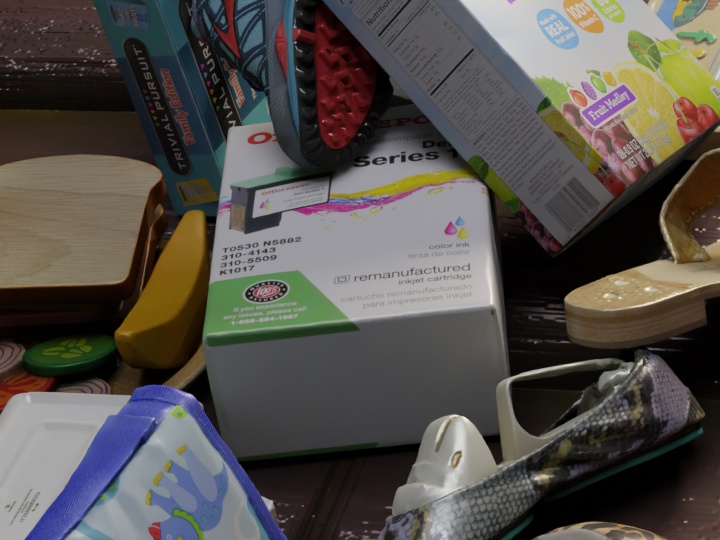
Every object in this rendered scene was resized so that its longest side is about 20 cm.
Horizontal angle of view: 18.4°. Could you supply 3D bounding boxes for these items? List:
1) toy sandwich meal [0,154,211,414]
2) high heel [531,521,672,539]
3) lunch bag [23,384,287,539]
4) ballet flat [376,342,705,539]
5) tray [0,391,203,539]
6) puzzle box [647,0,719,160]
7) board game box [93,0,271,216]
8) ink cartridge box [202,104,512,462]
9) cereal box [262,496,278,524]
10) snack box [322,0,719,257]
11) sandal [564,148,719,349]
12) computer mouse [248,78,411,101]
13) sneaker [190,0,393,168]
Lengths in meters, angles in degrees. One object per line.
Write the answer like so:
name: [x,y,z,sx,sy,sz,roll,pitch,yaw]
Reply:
toy sandwich meal: [-0.161,0.015,1.186,0.205,0.070,0.205,-7,35,5]
high heel: [0.168,0.148,0.940,0.142,0.072,0.200,-2,13,-30]
lunch bag: [-0.092,0.169,0.834,0.127,0.200,0.170,7,39,24]
ballet flat: [0.067,0.088,1.018,0.200,0.072,0.072,-27,38,-25]
tray: [-0.152,0.114,1.016,0.107,0.022,0.200,1,35,19]
puzzle box: [0.229,-0.138,1.311,0.133,0.025,0.200,8,48,27]
board game box: [-0.067,-0.149,1.321,0.047,0.151,0.200,2,35,33]
ink cartridge box: [0.000,0.000,1.151,0.144,0.084,0.200,-6,34,5]
cereal box: [-0.151,0.152,1.014,0.144,0.040,0.200,19,44,36]
snack box: [0.088,-0.121,1.183,0.200,0.068,0.169,47,33,6]
sandal: [0.180,-0.024,1.101,0.211,0.070,0.078,-21,21,-41]
computer mouse: [0.024,-0.138,1.287,0.200,0.110,0.044,14,-13,-17]
sneaker: [-0.044,-0.133,1.200,0.095,0.079,0.200,-30,55,33]
